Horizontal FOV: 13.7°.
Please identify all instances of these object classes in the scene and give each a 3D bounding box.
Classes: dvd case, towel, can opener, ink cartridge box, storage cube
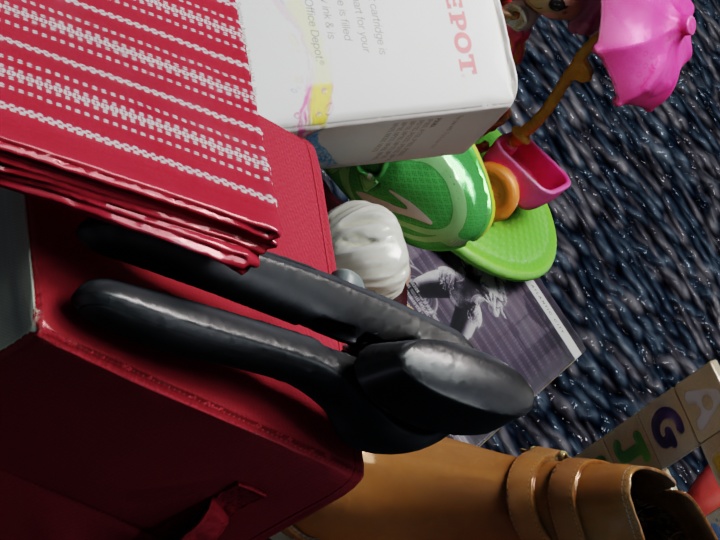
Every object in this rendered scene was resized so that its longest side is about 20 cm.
[{"bbox_3d":[0.047,0.015,1.663,0.149,0.016,0.200,56,29,-1],"label":"dvd case"},{"bbox_3d":[-0.106,-0.085,1.147,0.144,0.023,0.200,19,33,-23],"label":"towel"},{"bbox_3d":[-0.026,0.019,1.149,0.200,0.079,0.064,23,52,-31],"label":"can opener"},{"bbox_3d":[-0.042,-0.123,1.416,0.199,0.086,0.148,-5,76,-20],"label":"ink cartridge box"},{"bbox_3d":[-0.128,0.021,1.227,0.180,0.171,0.200,26,42,-41],"label":"storage cube"}]

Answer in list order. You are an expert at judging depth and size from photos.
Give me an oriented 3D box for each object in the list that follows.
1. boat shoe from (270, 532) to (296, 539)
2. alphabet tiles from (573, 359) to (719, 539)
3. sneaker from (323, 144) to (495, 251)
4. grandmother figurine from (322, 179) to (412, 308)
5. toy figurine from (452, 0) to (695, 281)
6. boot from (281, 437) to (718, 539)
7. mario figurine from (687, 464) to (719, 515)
[{"bbox_3d":[-0.016,0.099,1.409,0.073,0.062,0.200,31,5,37],"label":"boat shoe"},{"bbox_3d":[0.177,0.170,1.566,0.008,0.167,0.200,-11,70,-38],"label":"alphabet tiles"},{"bbox_3d":[-0.014,-0.081,1.512,0.200,0.074,0.084,47,23,-8],"label":"sneaker"},{"bbox_3d":[0.000,0.000,1.470,0.121,0.061,0.200,52,-4,4],"label":"grandmother figurine"},{"bbox_3d":[0.098,-0.127,1.679,0.200,0.184,0.150,52,28,8],"label":"toy figurine"},{"bbox_3d":[0.054,0.102,1.319,0.200,0.155,0.077,41,60,-38],"label":"boot"},{"bbox_3d":[0.247,0.190,1.700,0.106,0.123,0.200,9,57,-38],"label":"mario figurine"}]
